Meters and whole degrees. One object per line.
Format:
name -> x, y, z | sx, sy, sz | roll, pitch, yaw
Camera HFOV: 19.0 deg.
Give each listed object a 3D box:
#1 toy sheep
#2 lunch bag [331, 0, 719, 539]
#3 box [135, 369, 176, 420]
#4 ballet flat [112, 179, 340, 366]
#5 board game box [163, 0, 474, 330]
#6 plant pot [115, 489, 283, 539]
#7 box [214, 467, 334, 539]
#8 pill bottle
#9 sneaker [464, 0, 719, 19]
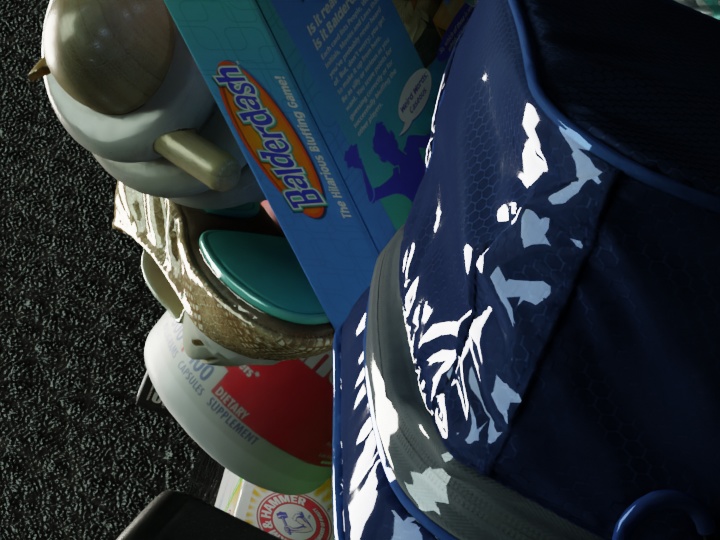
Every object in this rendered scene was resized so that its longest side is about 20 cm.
toy sheep -> -0.056, -0.086, 0.900 | 0.200, 0.138, 0.138 | 9, -74, -56
lunch bag -> 0.070, 0.026, 0.485 | 0.200, 0.135, 0.133 | -88, 20, -69
box -> -0.035, 0.042, 1.268 | 0.200, 0.158, 0.048 | 120, 172, -53
ballet flat -> -0.058, 0.003, 0.936 | 0.200, 0.070, 0.066 | 53, 130, 56
board game box -> 0.005, -0.096, 0.822 | 0.152, 0.045, 0.200 | -56, -44, -35
plant pot -> -0.061, 0.207, 0.850 | 0.178, 0.199, 0.200 | -64, 3, -26
box -> -0.021, 0.126, 1.129 | 0.200, 0.101, 0.113 | -76, 9, -49
pill bottle -> 0.000, 0.000, 1.005 | 0.200, 0.112, 0.112 | -48, 12, 17
sneaker -> 0.115, -0.120, 0.752 | 0.200, 0.091, 0.078 | 28, 123, 52
